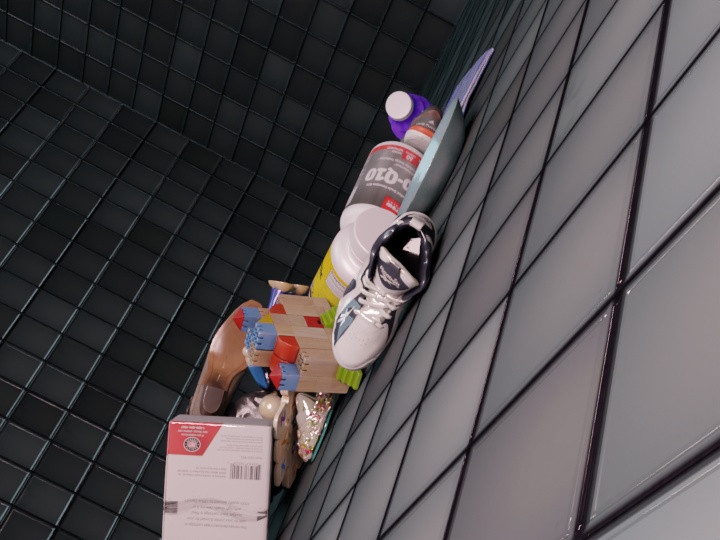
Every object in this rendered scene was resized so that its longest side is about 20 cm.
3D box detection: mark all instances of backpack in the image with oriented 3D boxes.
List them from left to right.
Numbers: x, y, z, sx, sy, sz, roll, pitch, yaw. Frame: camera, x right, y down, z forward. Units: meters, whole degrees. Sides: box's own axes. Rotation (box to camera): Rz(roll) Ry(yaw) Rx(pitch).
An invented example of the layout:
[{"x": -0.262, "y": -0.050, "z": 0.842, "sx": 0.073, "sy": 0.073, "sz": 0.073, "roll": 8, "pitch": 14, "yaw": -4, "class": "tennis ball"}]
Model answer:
[{"x": -0.163, "y": 0.281, "z": 1.479, "sx": 0.201, "sy": 0.124, "sz": 0.170, "roll": 82, "pitch": -159, "yaw": -70, "class": "backpack"}]

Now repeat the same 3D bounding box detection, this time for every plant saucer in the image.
[{"x": 0.109, "y": -0.150, "z": 1.348, "sx": 0.204, "sy": 0.038, "sz": 0.201, "roll": -64, "pitch": 4, "yaw": 8, "class": "plant saucer"}]

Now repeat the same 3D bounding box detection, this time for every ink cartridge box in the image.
[{"x": -0.196, "y": 0.310, "z": 1.297, "sx": 0.083, "sy": 0.143, "sz": 0.205, "roll": 153, "pitch": 121, "yaw": -87, "class": "ink cartridge box"}]

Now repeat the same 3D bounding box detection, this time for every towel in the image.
[{"x": 0.169, "y": -0.283, "z": 1.586, "sx": 0.147, "sy": 0.023, "sz": 0.200, "roll": -64, "pitch": 5, "yaw": -9, "class": "towel"}]

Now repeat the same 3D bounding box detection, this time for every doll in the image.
[{"x": -0.125, "y": 0.119, "z": 1.376, "sx": 0.135, "sy": 0.048, "sz": 0.205, "roll": 11, "pitch": -95, "yaw": -57, "class": "doll"}]

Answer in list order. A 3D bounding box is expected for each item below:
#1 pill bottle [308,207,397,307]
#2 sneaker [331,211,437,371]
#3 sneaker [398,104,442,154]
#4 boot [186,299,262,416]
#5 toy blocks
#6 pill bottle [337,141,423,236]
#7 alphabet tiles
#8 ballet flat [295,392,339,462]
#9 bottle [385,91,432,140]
[{"x": 0.000, "y": 0.000, "z": 1.342, "sx": 0.113, "sy": 0.110, "sz": 0.201, "roll": -66, "pitch": 5, "yaw": -36, "class": "pill bottle"}, {"x": 0.024, "y": 0.022, "z": 1.053, "sx": 0.201, "sy": 0.079, "sz": 0.130, "roll": -55, "pitch": -5, "yaw": 0, "class": "sneaker"}, {"x": 0.107, "y": -0.220, "z": 1.569, "sx": 0.083, "sy": 0.076, "sz": 0.200, "roll": -65, "pitch": 6, "yaw": -11, "class": "sneaker"}, {"x": -0.209, "y": 0.148, "z": 1.432, "sx": 0.203, "sy": 0.069, "sz": 0.146, "roll": -64, "pitch": 7, "yaw": -15, "class": "boot"}, {"x": -0.093, "y": 0.096, "z": 1.258, "sx": 0.201, "sy": 0.134, "sz": 0.102, "roll": -120, "pitch": 42, "yaw": -52, "class": "toy blocks"}, {"x": 0.034, "y": -0.095, "z": 1.475, "sx": 0.203, "sy": 0.112, "sz": 0.114, "roll": -67, "pitch": 5, "yaw": -33, "class": "pill bottle"}, {"x": -0.099, "y": 0.217, "z": 1.391, "sx": 0.196, "sy": 0.014, "sz": 0.204, "roll": -59, "pitch": -26, "yaw": -61, "class": "alphabet tiles"}, {"x": -0.057, "y": 0.175, "z": 1.357, "sx": 0.076, "sy": 0.063, "sz": 0.203, "roll": 140, "pitch": 154, "yaw": -80, "class": "ballet flat"}, {"x": 0.095, "y": -0.267, "z": 1.657, "sx": 0.085, "sy": 0.065, "sz": 0.200, "roll": -58, "pitch": -19, "yaw": 4, "class": "bottle"}]
